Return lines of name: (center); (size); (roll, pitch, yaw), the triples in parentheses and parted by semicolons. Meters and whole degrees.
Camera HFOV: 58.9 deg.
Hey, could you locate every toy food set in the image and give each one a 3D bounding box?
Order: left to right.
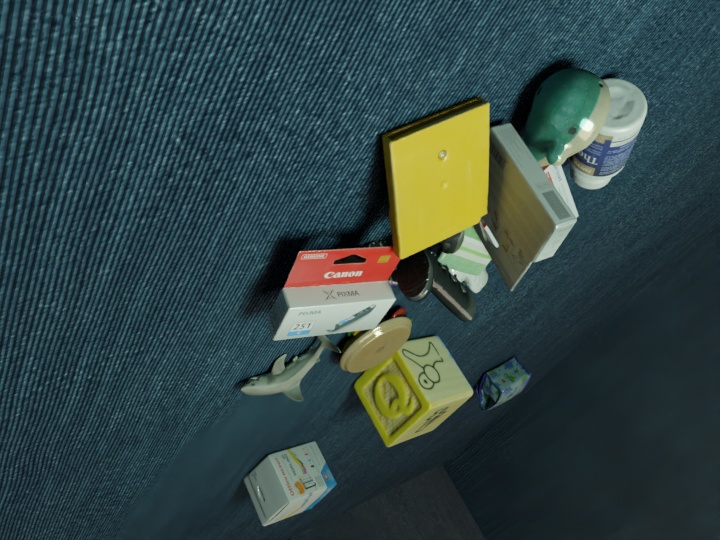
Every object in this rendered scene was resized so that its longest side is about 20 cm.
toy food set: (0.035, 0.159, 1.438); (0.196, 0.049, 0.200); (-15, 149, -33)

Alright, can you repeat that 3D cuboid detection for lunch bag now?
lunch bag: (0.551, 0.453, 2.485); (0.167, 0.128, 0.203); (-23, 143, -22)

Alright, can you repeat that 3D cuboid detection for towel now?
towel: (0.239, -0.084, 1.217); (0.151, 0.023, 0.202); (13, 117, -45)

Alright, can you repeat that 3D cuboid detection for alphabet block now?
alphabet block: (0.136, 0.307, 1.653); (0.197, 0.197, 0.197); (-1, 139, -47)

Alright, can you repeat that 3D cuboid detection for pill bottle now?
pill bottle: (0.432, -0.235, 1.143); (0.109, 0.112, 0.201); (-30, 154, -6)

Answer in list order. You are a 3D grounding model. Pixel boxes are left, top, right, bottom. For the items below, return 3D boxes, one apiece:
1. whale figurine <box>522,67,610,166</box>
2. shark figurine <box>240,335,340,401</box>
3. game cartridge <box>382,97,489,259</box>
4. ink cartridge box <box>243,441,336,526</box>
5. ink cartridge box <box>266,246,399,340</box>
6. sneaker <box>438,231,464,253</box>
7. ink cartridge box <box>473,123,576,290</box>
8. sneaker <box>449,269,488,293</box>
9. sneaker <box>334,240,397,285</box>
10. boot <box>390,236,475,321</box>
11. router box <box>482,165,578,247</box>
whale figurine: (0.296, -0.228, 1.004); (0.102, 0.161, 0.200); (28, 140, -14)
shark figurine: (-0.125, 0.214, 1.301); (0.212, 0.091, 0.128); (-33, 156, 2)
game cartridge: (0.117, -0.135, 0.953); (0.173, 0.032, 0.203); (-24, 132, -19)
ink cartridge box: (-0.202, 0.608, 1.828); (0.198, 0.149, 0.145); (1, 139, -51)
ink cartridge box: (-0.032, 0.037, 1.009); (0.196, 0.045, 0.177); (-4, 145, -30)
sneaker: (0.119, -0.082, 1.085); (0.112, 0.077, 0.201); (-28, 151, -6)
ink cartridge box: (0.243, -0.100, 1.030); (0.044, 0.203, 0.178); (-15, 152, -20)
sneaker: (0.244, -0.017, 1.349); (0.099, 0.078, 0.199); (-43, 154, 14)
sneaker: (0.000, 0.000, 1.110); (0.196, 0.082, 0.083); (0, 155, -35)
boot: (0.137, 0.035, 1.122); (0.065, 0.167, 0.200); (-28, 130, 20)
router box: (0.312, -0.104, 1.198); (0.179, 0.049, 0.200); (-43, 141, 2)
